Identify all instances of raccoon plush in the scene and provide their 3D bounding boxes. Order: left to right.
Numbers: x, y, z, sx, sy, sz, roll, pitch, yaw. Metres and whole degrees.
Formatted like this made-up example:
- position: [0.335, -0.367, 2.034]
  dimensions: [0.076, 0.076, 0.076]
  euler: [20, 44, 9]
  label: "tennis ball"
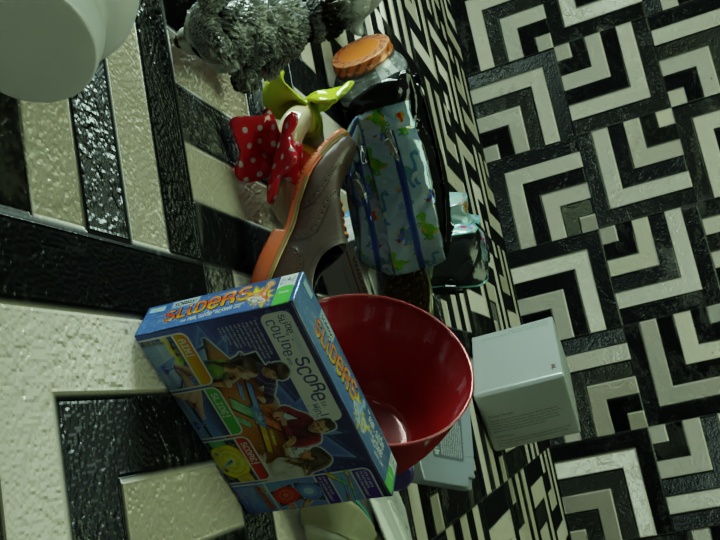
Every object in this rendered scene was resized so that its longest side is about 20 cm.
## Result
- position: [-0.084, -0.252, 0.806]
  dimensions: [0.098, 0.198, 0.134]
  euler: [56, -2, -4]
  label: "raccoon plush"

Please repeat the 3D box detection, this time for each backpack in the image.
- position: [0.042, -0.098, 0.958]
  dimensions: [0.203, 0.151, 0.163]
  euler: [63, 1, 0]
  label: "backpack"
- position: [0.109, -0.039, 1.292]
  dimensions: [0.200, 0.172, 0.157]
  euler: [-15, 94, -78]
  label: "backpack"

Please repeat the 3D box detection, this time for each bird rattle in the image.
- position: [-0.066, -0.124, 0.918]
  dimensions: [0.202, 0.110, 0.165]
  euler: [-80, 167, -48]
  label: "bird rattle"

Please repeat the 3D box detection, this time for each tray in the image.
- position: [0.032, 0.261, 0.929]
  dimensions: [0.200, 0.022, 0.109]
  euler: [-108, 176, -88]
  label: "tray"

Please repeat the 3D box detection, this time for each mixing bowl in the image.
- position: [0.007, 0.129, 0.834]
  dimensions: [0.202, 0.195, 0.110]
  euler: [-82, -179, -52]
  label: "mixing bowl"

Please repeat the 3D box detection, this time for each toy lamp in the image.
- position: [0.023, 0.171, 0.945]
  dimensions: [0.201, 0.057, 0.059]
  euler: [-111, 179, -66]
  label: "toy lamp"

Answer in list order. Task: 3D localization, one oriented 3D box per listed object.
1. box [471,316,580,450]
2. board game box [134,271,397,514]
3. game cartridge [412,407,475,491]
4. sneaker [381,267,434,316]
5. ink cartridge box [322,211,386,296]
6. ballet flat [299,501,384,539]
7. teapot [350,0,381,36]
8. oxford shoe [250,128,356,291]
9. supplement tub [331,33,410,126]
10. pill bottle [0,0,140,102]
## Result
- position: [0.357, 0.246, 1.840]
  dimensions: [0.202, 0.195, 0.173]
  euler: [-83, 153, -55]
  label: "box"
- position: [-0.066, 0.103, 0.647]
  dimensions: [0.035, 0.133, 0.203]
  euler: [-74, 147, -53]
  label: "board game box"
- position: [0.096, 0.183, 1.122]
  dimensions: [0.131, 0.041, 0.204]
  euler: [19, 60, -39]
  label: "game cartridge"
- position: [0.065, 0.013, 1.043]
  dimensions: [0.090, 0.066, 0.204]
  euler: [38, 39, -57]
  label: "sneaker"
- position: [0.000, 0.000, 1.076]
  dimensions: [0.200, 0.065, 0.118]
  euler: [-61, 134, -67]
  label: "ink cartridge box"
- position: [-0.016, 0.265, 0.823]
  dimensions: [0.201, 0.068, 0.071]
  euler: [58, 23, -49]
  label: "ballet flat"
- position: [-0.021, -0.513, 1.316]
  dimensions: [0.195, 0.145, 0.204]
  euler: [26, 71, -32]
  label: "teapot"
- position: [-0.038, -0.049, 0.844]
  dimensions: [0.071, 0.071, 0.203]
  euler: [89, 23, -69]
  label: "oxford shoe"
- position: [0.034, -0.250, 1.305]
  dimensions: [0.124, 0.120, 0.202]
  euler: [-83, 154, -51]
  label: "supplement tub"
- position: [-0.189, -0.205, 0.533]
  dimensions: [0.114, 0.111, 0.203]
  euler: [58, 25, -46]
  label: "pill bottle"
